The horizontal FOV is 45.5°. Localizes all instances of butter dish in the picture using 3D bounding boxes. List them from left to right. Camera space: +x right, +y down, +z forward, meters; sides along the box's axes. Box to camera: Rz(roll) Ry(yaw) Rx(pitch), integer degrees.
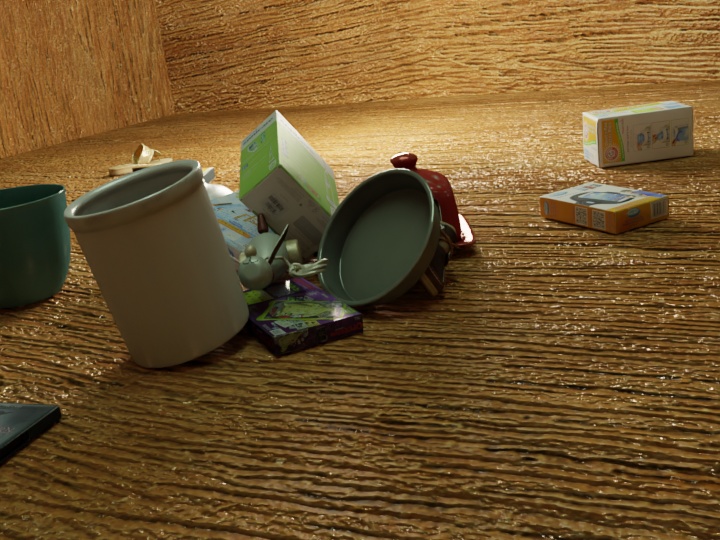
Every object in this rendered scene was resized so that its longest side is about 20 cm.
[{"bbox_3d":[0.074,-0.112,1.361,0.197,0.150,0.200,-4,17,1],"label":"butter dish"}]

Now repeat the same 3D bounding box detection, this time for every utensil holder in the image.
[{"bbox_3d":[-0.240,-0.008,1.038,0.168,0.202,0.170,-15,21,6],"label":"utensil holder"}]

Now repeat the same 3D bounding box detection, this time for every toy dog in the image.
[{"bbox_3d":[-0.131,-0.030,1.171,0.130,0.098,0.200,-16,4,-18],"label":"toy dog"}]

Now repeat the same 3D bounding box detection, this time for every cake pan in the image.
[{"bbox_3d":[0.026,-0.039,1.144,0.199,0.202,0.037,12,-17,47],"label":"cake pan"}]

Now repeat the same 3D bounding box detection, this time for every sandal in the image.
[{"bbox_3d":[-0.643,-0.334,2.516,0.077,0.071,0.210,10,24,44],"label":"sandal"}]

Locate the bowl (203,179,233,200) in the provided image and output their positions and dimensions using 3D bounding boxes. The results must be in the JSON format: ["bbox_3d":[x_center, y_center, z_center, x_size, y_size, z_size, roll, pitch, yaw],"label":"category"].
[{"bbox_3d":[-0.302,-0.102,1.521,0.199,0.091,0.201,-21,16,6],"label":"bowl"}]

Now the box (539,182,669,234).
[{"bbox_3d":[0.387,-0.107,1.404,0.118,0.042,0.199,-16,21,-26],"label":"box"}]

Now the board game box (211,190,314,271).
[{"bbox_3d":[-0.159,-0.068,1.398,0.199,0.042,0.199,30,38,32],"label":"board game box"}]

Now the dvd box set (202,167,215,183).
[{"bbox_3d":[-0.475,-0.221,2.150,0.197,0.030,0.147,-6,17,5],"label":"dvd box set"}]

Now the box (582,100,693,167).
[{"bbox_3d":[0.573,-0.284,1.786,0.197,0.103,0.113,-8,17,-1],"label":"box"}]

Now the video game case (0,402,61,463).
[{"bbox_3d":[-0.416,0.183,0.852,0.141,0.019,0.200,-1,19,20],"label":"video game case"}]

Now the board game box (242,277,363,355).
[{"bbox_3d":[-0.091,0.054,1.110,0.119,0.033,0.200,-18,20,-21],"label":"board game box"}]

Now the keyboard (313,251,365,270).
[{"bbox_3d":[0.000,0.000,1.260,0.103,0.040,0.199,9,2,-40],"label":"keyboard"}]

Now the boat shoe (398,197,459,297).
[{"bbox_3d":[0.098,-0.042,1.186,0.072,0.072,0.201,-31,26,15],"label":"boat shoe"}]

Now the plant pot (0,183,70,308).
[{"bbox_3d":[-0.553,-0.035,1.362,0.198,0.163,0.201,-7,16,2],"label":"plant pot"}]

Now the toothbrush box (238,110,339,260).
[{"bbox_3d":[-0.108,-0.134,1.324,0.086,0.146,0.201,-36,30,17],"label":"toothbrush box"}]
